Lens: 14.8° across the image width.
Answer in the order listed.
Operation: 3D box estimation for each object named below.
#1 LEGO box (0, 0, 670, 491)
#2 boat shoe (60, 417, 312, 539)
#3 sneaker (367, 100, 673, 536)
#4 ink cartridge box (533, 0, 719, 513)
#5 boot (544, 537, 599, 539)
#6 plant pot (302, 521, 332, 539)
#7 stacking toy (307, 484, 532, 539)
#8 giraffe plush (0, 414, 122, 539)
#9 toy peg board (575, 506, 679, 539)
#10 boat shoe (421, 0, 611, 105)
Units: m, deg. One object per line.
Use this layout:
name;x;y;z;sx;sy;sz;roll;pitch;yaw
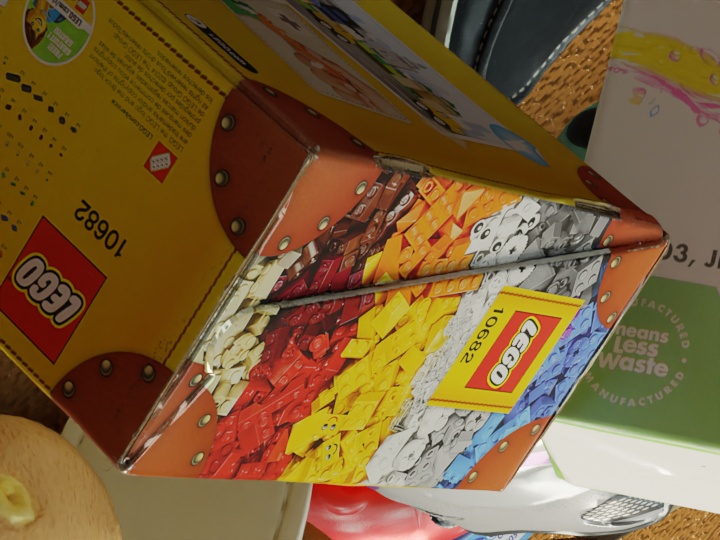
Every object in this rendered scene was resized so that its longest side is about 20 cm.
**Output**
LEGO box;-0.051;-0.043;0.626;0.149;0.200;0.077;10;118;-56
boat shoe;-0.048;0.036;0.769;0.071;0.201;0.060;-2;152;1
sneaker;0.086;0.021;0.810;0.199;0.078;0.140;-23;139;27
ink cartridge box;0.121;-0.040;0.689;0.067;0.117;0.201;57;45;-67
boot;0.011;0.134;0.973;0.199;0.074;0.155;-19;173;-10
plant pot;-0.101;0.146;0.814;0.200;0.200;0.140;-52;139;9
stacking toy;0.000;0.000;0.873;0.116;0.110;0.201;-30;136;-28
giraffe plush;-0.131;0.062;0.682;0.200;0.162;0.172;-56;150;15
toy peg board;0.171;-0.012;1.038;0.200;0.098;0.199;-33;-179;42
boat shoe;0.089;-0.123;0.861;0.200;0.062;0.075;-53;153;12
